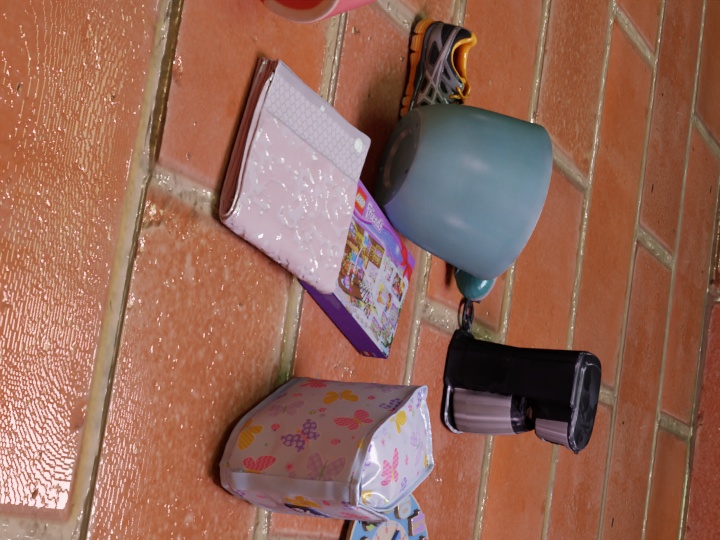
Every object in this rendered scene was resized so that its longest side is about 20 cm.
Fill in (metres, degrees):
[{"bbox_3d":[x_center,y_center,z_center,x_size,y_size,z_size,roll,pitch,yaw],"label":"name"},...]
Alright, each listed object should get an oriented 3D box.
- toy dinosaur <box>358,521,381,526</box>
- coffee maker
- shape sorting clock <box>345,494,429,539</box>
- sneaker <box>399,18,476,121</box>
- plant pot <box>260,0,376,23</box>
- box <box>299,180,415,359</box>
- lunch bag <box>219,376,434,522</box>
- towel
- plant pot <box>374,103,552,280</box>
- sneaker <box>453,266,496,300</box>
[{"bbox_3d":[-0.002,0.257,1.747,0.089,0.047,0.200,59,39,-16],"label":"toy dinosaur"},{"bbox_3d":[0.227,0.146,2.027,0.134,0.198,0.195,-26,117,-61],"label":"coffee maker"},{"bbox_3d":[0.036,0.369,1.831,0.199,0.039,0.203,9,80,-61],"label":"shape sorting clock"},{"bbox_3d":[0.101,-0.220,1.855,0.078,0.076,0.203,-2,97,-66],"label":"sneaker"},{"bbox_3d":[-0.025,-0.350,1.472,0.177,0.199,0.202,-43,132,-42],"label":"plant pot"},{"bbox_3d":[0.000,0.000,1.723,0.200,0.039,0.138,53,49,-53],"label":"box"},{"bbox_3d":[-0.035,0.197,1.536,0.200,0.168,0.129,-30,118,-62],"label":"lunch bag"},{"bbox_3d":[-0.065,-0.099,1.553,0.200,0.032,0.193,37,61,-49],"label":"towel"},{"bbox_3d":[0.113,-0.110,1.760,0.159,0.200,0.203,20,70,-18],"label":"plant pot"},{"bbox_3d":[0.150,-0.063,1.996,0.080,0.071,0.203,23,68,-58],"label":"sneaker"}]
